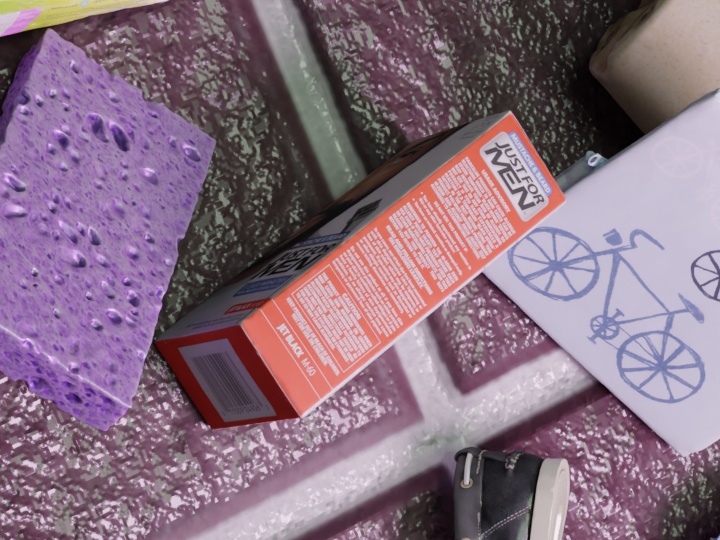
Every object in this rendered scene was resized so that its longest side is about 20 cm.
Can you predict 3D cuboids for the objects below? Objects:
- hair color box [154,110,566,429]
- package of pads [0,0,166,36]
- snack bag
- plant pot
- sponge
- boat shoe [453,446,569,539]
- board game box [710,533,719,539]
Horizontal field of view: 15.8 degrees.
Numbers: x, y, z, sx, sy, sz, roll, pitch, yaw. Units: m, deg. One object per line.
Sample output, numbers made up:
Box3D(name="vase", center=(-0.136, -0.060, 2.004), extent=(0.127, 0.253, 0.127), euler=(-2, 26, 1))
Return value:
Box3D(name="hair color box", center=(0.000, 0.000, 1.371), extent=(0.200, 0.111, 0.064), euler=(-37, 101, -27))
Box3D(name="package of pads", center=(-0.184, -0.198, 1.324), extent=(0.200, 0.068, 0.155), euler=(-16, 91, -28))
Box3D(name="snack bag", center=(0.185, 0.000, 1.429), extent=(0.189, 0.200, 0.021), euler=(42, 39, -15))
Box3D(name="plant pot", center=(0.239, -0.105, 1.481), extent=(0.183, 0.200, 0.201), euler=(41, 67, -5))
Box3D(name="sponge", center=(-0.143, -0.023, 1.295), extent=(0.112, 0.030, 0.200), euler=(35, 40, -20))
Box3D(name="boat shoe", center=(0.065, 0.196, 1.417), extent=(0.068, 0.072, 0.200), euler=(10, 84, 10))
Box3D(name="board game box", center=(0.256, 0.222, 1.521), extent=(0.158, 0.039, 0.200), euler=(1, 88, -33))
